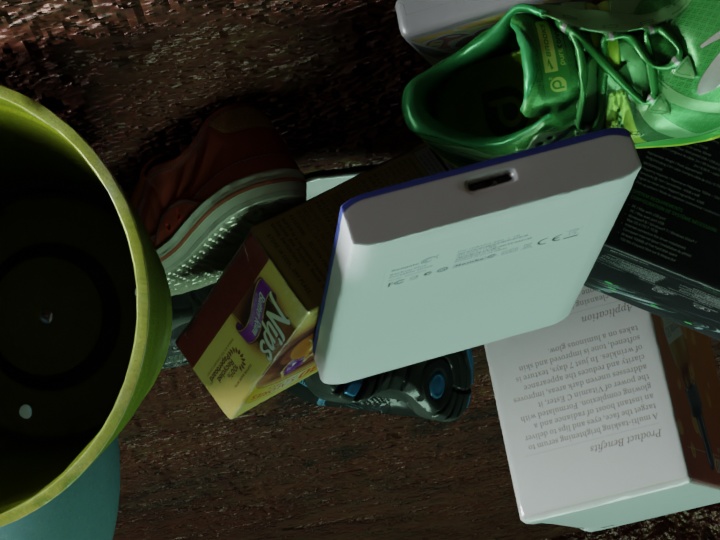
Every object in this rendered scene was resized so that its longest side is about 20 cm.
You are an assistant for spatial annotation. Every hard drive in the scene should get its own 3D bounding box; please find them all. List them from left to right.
[{"bbox_3d":[0.048,-0.003,1.173,0.131,0.026,0.200,-15,163,-10],"label":"hard drive"}]

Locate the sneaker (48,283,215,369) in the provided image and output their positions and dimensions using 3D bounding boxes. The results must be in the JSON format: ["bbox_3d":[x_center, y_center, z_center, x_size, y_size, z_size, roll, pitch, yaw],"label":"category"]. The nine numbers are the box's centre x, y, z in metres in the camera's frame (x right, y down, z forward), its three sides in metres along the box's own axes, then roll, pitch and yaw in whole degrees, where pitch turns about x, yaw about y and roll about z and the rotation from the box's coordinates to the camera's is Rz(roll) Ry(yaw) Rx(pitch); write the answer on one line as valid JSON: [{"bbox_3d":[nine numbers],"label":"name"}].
[{"bbox_3d":[-0.079,0.002,1.437,0.199,0.077,0.114,-34,170,40],"label":"sneaker"}]

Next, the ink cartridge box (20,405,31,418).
[{"bbox_3d":[-0.257,0.049,1.304,0.084,0.146,0.200,-17,167,21],"label":"ink cartridge box"}]

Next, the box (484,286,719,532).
[{"bbox_3d":[0.146,0.048,1.539,0.106,0.201,0.152,-16,167,18],"label":"box"}]

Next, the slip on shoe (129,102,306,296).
[{"bbox_3d":[-0.091,-0.028,1.310,0.074,0.062,0.200,-10,165,-32],"label":"slip on shoe"}]

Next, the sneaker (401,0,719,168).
[{"bbox_3d":[0.107,-0.085,1.116,0.199,0.075,0.083,-19,169,29],"label":"sneaker"}]

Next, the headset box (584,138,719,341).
[{"bbox_3d":[0.196,-0.017,1.316,0.173,0.093,0.200,22,174,-3],"label":"headset box"}]

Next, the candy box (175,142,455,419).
[{"bbox_3d":[0.010,-0.009,1.312,0.199,0.057,0.117,-26,164,-36],"label":"candy box"}]

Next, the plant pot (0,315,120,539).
[{"bbox_3d":[-0.226,0.100,1.529,0.199,0.200,0.135,0,127,-42],"label":"plant pot"}]

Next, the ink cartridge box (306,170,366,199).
[{"bbox_3d":[0.000,0.000,1.502,0.115,0.067,0.200,-7,166,-17],"label":"ink cartridge box"}]

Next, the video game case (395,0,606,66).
[{"bbox_3d":[0.134,-0.122,1.197,0.199,0.023,0.182,-15,167,14],"label":"video game case"}]

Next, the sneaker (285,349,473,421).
[{"bbox_3d":[0.008,0.066,1.830,0.081,0.074,0.199,-1,171,38],"label":"sneaker"}]

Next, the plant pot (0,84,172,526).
[{"bbox_3d":[-0.172,0.018,1.191,0.199,0.202,0.193,-14,176,9],"label":"plant pot"}]
